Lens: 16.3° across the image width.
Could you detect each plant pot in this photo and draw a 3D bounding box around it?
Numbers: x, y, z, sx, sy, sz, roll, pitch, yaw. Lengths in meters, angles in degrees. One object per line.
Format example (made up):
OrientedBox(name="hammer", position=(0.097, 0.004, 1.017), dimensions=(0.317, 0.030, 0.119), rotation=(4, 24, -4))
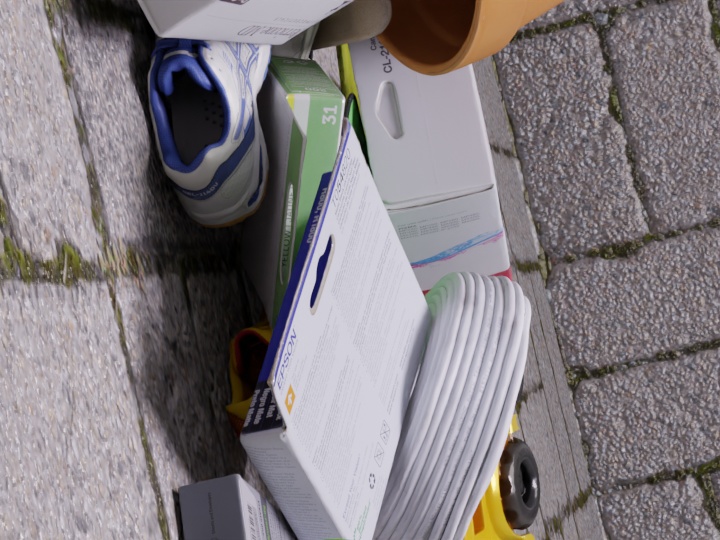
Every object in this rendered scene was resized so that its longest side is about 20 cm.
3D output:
OrientedBox(name="plant pot", position=(0.083, -0.243, 1.650), dimensions=(0.200, 0.139, 0.201), rotation=(45, -35, 44))

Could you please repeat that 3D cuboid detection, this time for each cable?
OrientedBox(name="cable", position=(0.054, 0.094, 1.665), dimensions=(0.201, 0.069, 0.200), rotation=(-76, -172, -45))

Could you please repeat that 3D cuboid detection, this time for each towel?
OrientedBox(name="towel", position=(0.002, -0.095, 1.872), dimensions=(0.200, 0.018, 0.086), rotation=(-97, 175, -53))

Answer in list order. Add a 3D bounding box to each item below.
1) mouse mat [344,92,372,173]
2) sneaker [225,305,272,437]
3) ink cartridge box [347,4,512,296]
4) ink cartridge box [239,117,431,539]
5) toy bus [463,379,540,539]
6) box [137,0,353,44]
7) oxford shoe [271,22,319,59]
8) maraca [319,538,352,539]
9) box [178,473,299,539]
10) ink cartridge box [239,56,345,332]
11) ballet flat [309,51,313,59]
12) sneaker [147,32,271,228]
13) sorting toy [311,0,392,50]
OrientedBox(name="mouse mat", position=(0.000, 0.000, 1.686), dimensions=(0.201, 0.007, 0.161), rotation=(-85, 167, -45))
OrientedBox(name="sneaker", position=(-0.049, 0.054, 1.640), dimensions=(0.077, 0.073, 0.200), rotation=(59, 12, -22))
OrientedBox(name="ink cartridge box", position=(0.052, -0.076, 1.781), dimensions=(0.200, 0.082, 0.147), rotation=(73, 7, -68))
OrientedBox(name="ink cartridge box", position=(-0.019, 0.045, 1.508), dimensions=(0.200, 0.040, 0.200), rotation=(67, 31, -48))
OrientedBox(name="toy bus", position=(0.036, 0.130, 1.852), dimensions=(0.192, 0.135, 0.201), rotation=(-7, 91, -66))
OrientedBox(name="box", position=(-0.075, -0.254, 1.519), dimensions=(0.201, 0.130, 0.199), rotation=(64, 20, 6))
OrientedBox(name="oxford shoe", position=(-0.068, -0.171, 1.695), dimensions=(0.075, 0.058, 0.200), rotation=(50, -28, 26))
OrientedBox(name="maraca", position=(-0.021, 0.207, 1.333), dimensions=(0.107, 0.199, 0.138), rotation=(-48, -136, 48))
OrientedBox(name="box", position=(-0.051, 0.220, 1.478), dimensions=(0.200, 0.041, 0.157), rotation=(50, 29, -66))
OrientedBox(name="ink cartridge box", position=(-0.039, -0.044, 1.617), dimensions=(0.200, 0.048, 0.146), rotation=(-124, -142, -68))
OrientedBox(name="ballet flat", position=(-0.040, -0.084, 1.872), dimensions=(0.073, 0.073, 0.201), rotation=(21, 56, -78))
OrientedBox(name="sneaker", position=(-0.099, -0.132, 1.585), dimensions=(0.088, 0.075, 0.201), rotation=(53, 25, -65))
OrientedBox(name="sorting toy", position=(-0.039, -0.244, 1.706), dimensions=(0.200, 0.036, 0.186), rotation=(0, -73, 68))
